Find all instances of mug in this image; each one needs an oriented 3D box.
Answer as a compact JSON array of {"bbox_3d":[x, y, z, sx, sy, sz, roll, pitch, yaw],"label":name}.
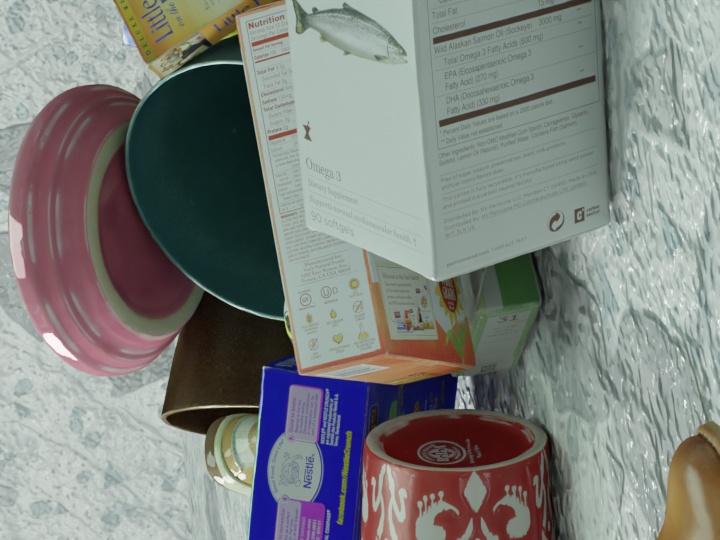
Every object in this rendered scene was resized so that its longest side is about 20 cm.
[{"bbox_3d":[0.044,0.188,1.614,0.177,0.133,0.201,21,118,51],"label":"mug"}]

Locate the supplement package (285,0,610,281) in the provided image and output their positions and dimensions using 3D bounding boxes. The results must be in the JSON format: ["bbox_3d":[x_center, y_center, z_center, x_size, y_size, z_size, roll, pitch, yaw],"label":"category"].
[{"bbox_3d":[0.041,-0.114,1.343,0.117,0.117,0.201,23,124,52],"label":"supplement package"}]

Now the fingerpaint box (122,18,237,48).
[{"bbox_3d":[-0.081,-0.231,1.892,0.200,0.166,0.073,92,-163,-49],"label":"fingerpaint box"}]

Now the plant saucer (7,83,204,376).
[{"bbox_3d":[-0.161,-0.028,1.858,0.200,0.051,0.201,8,-99,-59],"label":"plant saucer"}]

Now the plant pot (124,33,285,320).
[{"bbox_3d":[-0.040,-0.085,1.829,0.135,0.200,0.201,-55,-30,-49],"label":"plant pot"}]

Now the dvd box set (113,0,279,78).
[{"bbox_3d":[-0.080,-0.235,1.756,0.147,0.200,0.029,61,-171,27],"label":"dvd box set"}]

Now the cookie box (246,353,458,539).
[{"bbox_3d":[-0.004,0.132,1.712,0.200,0.075,0.172,-16,-68,-71],"label":"cookie box"}]

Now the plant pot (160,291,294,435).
[{"bbox_3d":[-0.043,0.015,1.962,0.187,0.186,0.201,126,149,-77],"label":"plant pot"}]

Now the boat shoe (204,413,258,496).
[{"bbox_3d":[-0.009,0.135,1.858,0.076,0.200,0.072,-18,70,45],"label":"boat shoe"}]

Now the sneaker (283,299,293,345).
[{"bbox_3d":[0.000,0.000,1.652,0.077,0.075,0.200,67,-157,3],"label":"sneaker"}]

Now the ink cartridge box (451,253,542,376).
[{"bbox_3d":[0.068,-0.043,1.557,0.200,0.048,0.146,107,153,-65],"label":"ink cartridge box"}]

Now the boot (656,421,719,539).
[{"bbox_3d":[0.105,0.170,1.187,0.074,0.154,0.201,-124,27,-70],"label":"boot"}]

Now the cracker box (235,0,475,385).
[{"bbox_3d":[-0.001,-0.042,1.486,0.134,0.058,0.201,12,-114,-66],"label":"cracker box"}]
